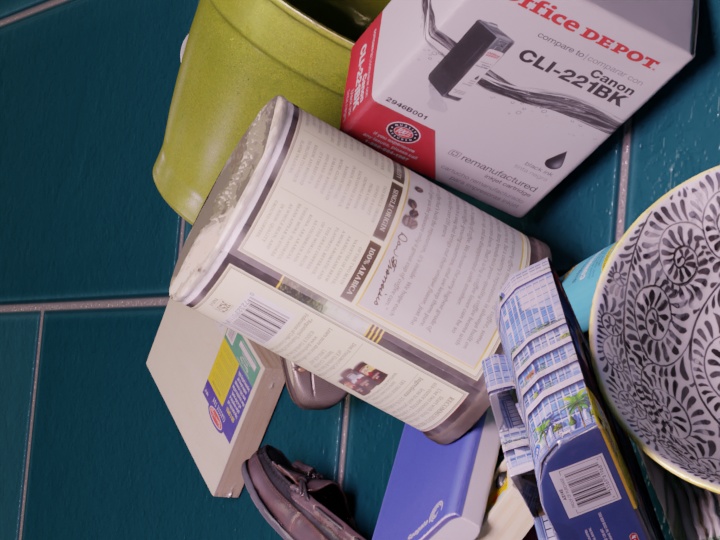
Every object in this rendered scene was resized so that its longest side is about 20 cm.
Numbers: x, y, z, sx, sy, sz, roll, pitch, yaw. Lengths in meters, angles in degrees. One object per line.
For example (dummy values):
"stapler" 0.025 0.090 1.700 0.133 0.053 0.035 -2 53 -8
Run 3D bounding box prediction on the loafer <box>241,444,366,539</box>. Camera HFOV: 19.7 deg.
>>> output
"loafer" -0.021 0.189 1.542 0.063 0.072 0.200 -52 44 12

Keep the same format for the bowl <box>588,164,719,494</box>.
"bowl" 0.224 0.046 1.070 0.094 0.200 0.201 63 -170 -56

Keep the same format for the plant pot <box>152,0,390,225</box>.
"plant pot" -0.055 -0.120 1.500 0.193 0.200 0.201 -59 36 22

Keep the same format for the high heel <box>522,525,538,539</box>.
"high heel" 0.081 0.243 1.328 0.096 0.067 0.201 -147 71 -69

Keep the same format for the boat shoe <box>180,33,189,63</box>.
"boat shoe" -0.104 -0.107 1.752 0.060 0.075 0.201 45 -143 -80

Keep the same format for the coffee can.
"coffee can" 0.000 0.000 1.314 0.147 0.199 0.147 -56 13 21

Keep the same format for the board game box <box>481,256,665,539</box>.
"board game box" 0.116 0.105 1.123 0.200 0.061 0.200 -101 -13 -57

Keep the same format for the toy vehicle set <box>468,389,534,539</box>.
"toy vehicle set" 0.055 0.183 1.346 0.200 0.026 0.124 -56 12 24

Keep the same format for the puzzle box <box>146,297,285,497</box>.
"puzzle box" -0.126 0.083 1.778 0.200 0.025 0.133 56 130 49

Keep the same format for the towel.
"towel" 0.172 0.118 1.164 0.149 0.031 0.201 75 178 -53

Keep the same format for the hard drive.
"hard drive" 0.056 0.117 1.362 0.132 0.025 0.200 -49 17 44

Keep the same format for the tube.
"tube" 0.156 0.008 1.274 0.050 0.077 0.200 54 145 -5

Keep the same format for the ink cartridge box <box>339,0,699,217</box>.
"ink cartridge box" 0.098 -0.138 1.301 0.200 0.144 0.084 -45 28 47

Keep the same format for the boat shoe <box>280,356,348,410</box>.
"boat shoe" -0.034 0.021 1.600 0.073 0.074 0.201 127 149 -56
